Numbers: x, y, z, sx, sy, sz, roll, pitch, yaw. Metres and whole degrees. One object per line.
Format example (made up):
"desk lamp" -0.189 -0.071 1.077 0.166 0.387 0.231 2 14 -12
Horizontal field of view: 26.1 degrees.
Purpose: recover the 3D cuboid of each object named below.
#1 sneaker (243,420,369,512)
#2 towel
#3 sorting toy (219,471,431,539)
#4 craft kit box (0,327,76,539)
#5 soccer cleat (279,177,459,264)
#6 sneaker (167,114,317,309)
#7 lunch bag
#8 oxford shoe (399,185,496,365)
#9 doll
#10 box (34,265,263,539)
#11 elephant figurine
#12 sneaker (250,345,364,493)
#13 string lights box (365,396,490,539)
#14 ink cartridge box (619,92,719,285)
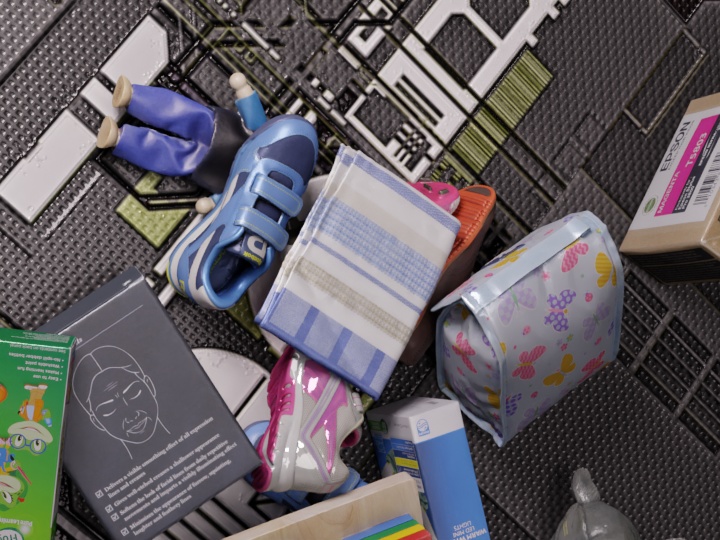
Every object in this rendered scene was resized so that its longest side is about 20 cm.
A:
"sneaker" -0.032 0.211 1.482 0.200 0.082 0.074 38 76 -16
"towel" 0.000 0.000 1.451 0.146 0.024 0.201 32 71 -17
"sorting toy" -0.015 0.315 1.415 0.197 0.070 0.202 -18 112 -20
"craft kit box" -0.345 0.142 1.288 0.198 0.049 0.199 7 103 -6
"soccer cleat" 0.010 -0.030 1.523 0.199 0.070 0.087 -19 118 -25
"sneaker" -0.096 -0.048 1.427 0.074 0.082 0.201 29 96 -31
"lunch bag" 0.162 0.042 1.507 0.169 0.201 0.127 -36 59 -19
"oxford shoe" 0.079 0.003 1.555 0.201 0.071 0.073 -54 134 -17
"doll" -0.139 -0.122 1.459 0.199 0.048 0.137 18 96 -24
"box" -0.205 0.122 1.381 0.148 0.107 0.201 -33 102 -7
"elephant figurine" 0.285 0.330 1.598 0.199 0.142 0.156 23 107 -22
"sneaker" -0.040 0.128 1.456 0.088 0.081 0.201 20 56 -13
"string lights box" 0.073 0.228 1.515 0.059 0.103 0.202 -15 94 -23
"ink cartridge box" 0.375 -0.090 1.621 0.075 0.165 0.201 31 76 -17
